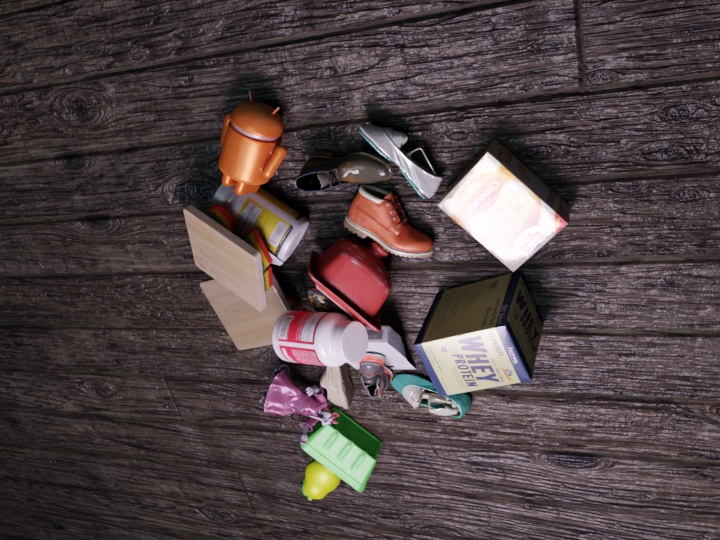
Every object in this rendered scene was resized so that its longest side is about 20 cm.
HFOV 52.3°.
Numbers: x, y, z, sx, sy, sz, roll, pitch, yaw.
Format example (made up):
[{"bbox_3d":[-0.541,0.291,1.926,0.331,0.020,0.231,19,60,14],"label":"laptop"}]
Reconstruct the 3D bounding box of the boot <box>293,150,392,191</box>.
[{"bbox_3d":[-0.038,-0.185,1.462,0.198,0.097,0.075,9,132,31],"label":"boot"}]

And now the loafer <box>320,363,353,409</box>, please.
[{"bbox_3d":[-0.065,0.255,1.782,0.067,0.076,0.202,1,121,16],"label":"loafer"}]

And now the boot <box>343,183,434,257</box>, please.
[{"bbox_3d":[0.069,-0.101,1.505,0.198,0.075,0.108,25,120,7],"label":"boot"}]

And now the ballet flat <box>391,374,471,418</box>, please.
[{"bbox_3d":[0.158,0.295,1.710,0.198,0.071,0.068,13,125,16],"label":"ballet flat"}]

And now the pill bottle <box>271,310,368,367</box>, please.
[{"bbox_3d":[-0.084,0.144,1.551,0.198,0.112,0.113,1,122,41],"label":"pill bottle"}]

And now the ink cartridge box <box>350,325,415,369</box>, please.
[{"bbox_3d":[0.024,0.178,1.680,0.161,0.058,0.200,-3,160,23],"label":"ink cartridge box"}]

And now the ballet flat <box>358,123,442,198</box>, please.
[{"bbox_3d":[0.084,-0.228,1.428,0.200,0.070,0.069,44,127,-12],"label":"ballet flat"}]

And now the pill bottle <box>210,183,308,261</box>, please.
[{"bbox_3d":[-0.221,-0.117,1.597,0.199,0.111,0.112,34,128,2],"label":"pill bottle"}]

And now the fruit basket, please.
[{"bbox_3d":[-0.069,0.486,1.876,0.213,0.156,0.218,4,110,12],"label":"fruit basket"}]

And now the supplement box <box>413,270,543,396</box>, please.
[{"bbox_3d":[0.244,0.127,1.485,0.198,0.200,0.135,-16,114,30],"label":"supplement box"}]

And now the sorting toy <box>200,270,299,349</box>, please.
[{"bbox_3d":[-0.247,0.077,1.749,0.198,0.070,0.200,-13,115,30],"label":"sorting toy"}]

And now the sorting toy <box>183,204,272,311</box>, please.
[{"bbox_3d":[-0.269,-0.040,1.562,0.199,0.070,0.200,33,149,19],"label":"sorting toy"}]

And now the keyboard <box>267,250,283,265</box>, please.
[{"bbox_3d":[-0.239,-0.043,1.642,0.056,0.011,0.199,47,161,-30],"label":"keyboard"}]

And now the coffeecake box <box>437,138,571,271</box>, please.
[{"bbox_3d":[0.273,-0.122,1.396,0.200,0.073,0.154,40,127,-4],"label":"coffeecake box"}]

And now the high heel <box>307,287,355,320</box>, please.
[{"bbox_3d":[-0.094,0.079,1.648,0.142,0.072,0.199,31,158,-26],"label":"high heel"}]

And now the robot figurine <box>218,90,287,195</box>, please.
[{"bbox_3d":[-0.221,-0.256,1.499,0.115,0.144,0.202,9,119,-22],"label":"robot figurine"}]

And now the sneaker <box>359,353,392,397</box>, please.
[{"bbox_3d":[0.026,0.257,1.694,0.076,0.083,0.200,1,155,13],"label":"sneaker"}]

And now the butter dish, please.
[{"bbox_3d":[0.000,0.000,1.548,0.199,0.200,0.148,39,102,-11],"label":"butter dish"}]

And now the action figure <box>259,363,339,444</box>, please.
[{"bbox_3d":[-0.144,0.333,1.811,0.198,0.149,0.135,24,95,0],"label":"action figure"}]
